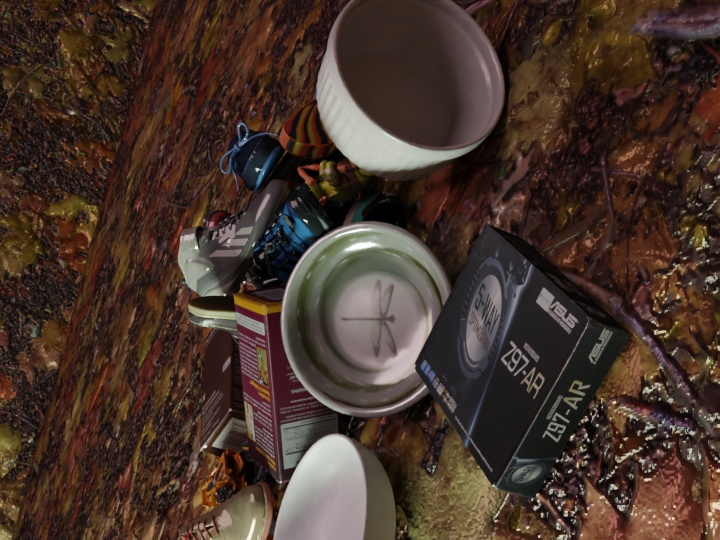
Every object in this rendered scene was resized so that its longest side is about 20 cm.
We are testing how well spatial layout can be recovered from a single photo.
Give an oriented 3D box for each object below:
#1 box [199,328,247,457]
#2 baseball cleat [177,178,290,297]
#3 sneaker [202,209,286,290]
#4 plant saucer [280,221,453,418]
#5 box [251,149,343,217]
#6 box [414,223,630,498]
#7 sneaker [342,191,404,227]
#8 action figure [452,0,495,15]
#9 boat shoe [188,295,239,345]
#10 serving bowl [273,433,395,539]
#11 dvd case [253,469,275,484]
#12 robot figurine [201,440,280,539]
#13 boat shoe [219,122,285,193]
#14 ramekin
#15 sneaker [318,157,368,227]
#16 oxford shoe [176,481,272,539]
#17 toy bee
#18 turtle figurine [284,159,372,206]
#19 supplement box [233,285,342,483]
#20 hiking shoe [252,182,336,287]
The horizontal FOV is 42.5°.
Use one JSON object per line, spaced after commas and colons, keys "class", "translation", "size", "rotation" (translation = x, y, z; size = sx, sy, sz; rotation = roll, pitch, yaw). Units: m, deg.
{"class": "box", "translation": [-0.170, 0.150, 1.291], "size": [0.100, 0.074, 0.202], "rotation": [-53, 28, 34]}
{"class": "baseball cleat", "translation": [-0.165, -0.043, 1.145], "size": [0.201, 0.106, 0.070], "rotation": [-58, 6, 26]}
{"class": "sneaker", "translation": [-0.129, -0.004, 1.235], "size": [0.097, 0.201, 0.071], "rotation": [-7, 37, 53]}
{"class": "plant saucer", "translation": [0.013, 0.051, 0.976], "size": [0.197, 0.050, 0.204], "rotation": [-1, 86, 22]}
{"class": "box", "translation": [-0.074, -0.141, 1.278], "size": [0.200, 0.046, 0.159], "rotation": [-48, -1, 39]}
{"class": "box", "translation": [0.130, 0.071, 0.809], "size": [0.162, 0.043, 0.200], "rotation": [-64, 26, 16]}
{"class": "sneaker", "translation": [0.000, 0.000, 1.090], "size": [0.080, 0.071, 0.203], "rotation": [-10, 62, 66]}
{"class": "action figure", "translation": [0.102, -0.358, 1.146], "size": [0.150, 0.133, 0.200], "rotation": [62, 161, 0]}
{"class": "boat shoe", "translation": [-0.126, 0.074, 1.158], "size": [0.071, 0.199, 0.067], "rotation": [26, 105, 49]}
{"class": "serving bowl", "translation": [-0.020, 0.274, 0.945], "size": [0.200, 0.065, 0.202], "rotation": [-44, 36, 43]}
{"class": "dvd case", "translation": [-0.125, 0.198, 1.268], "size": [0.143, 0.017, 0.202], "rotation": [-44, 35, 43]}
{"class": "robot figurine", "translation": [-0.148, 0.312, 1.165], "size": [0.146, 0.058, 0.201], "rotation": [-58, 38, 24]}
{"class": "boat shoe", "translation": [-0.145, -0.141, 1.189], "size": [0.085, 0.068, 0.200], "rotation": [-56, 9, -7]}
{"class": "ramekin", "translation": [0.045, -0.194, 0.998], "size": [0.105, 0.197, 0.203], "rotation": [137, 144, -59]}
{"class": "sneaker", "translation": [-0.055, -0.046, 1.226], "size": [0.200, 0.076, 0.112], "rotation": [-48, 23, 28]}
{"class": "oxford shoe", "translation": [-0.169, 0.312, 1.077], "size": [0.201, 0.074, 0.071], "rotation": [-52, 41, 31]}
{"class": "toy bee", "translation": [-0.003, -0.205, 1.111], "size": [0.201, 0.108, 0.131], "rotation": [-55, -1, 0]}
{"class": "turtle figurine", "translation": [-0.008, -0.116, 1.100], "size": [0.160, 0.065, 0.200], "rotation": [-27, 3, -3]}
{"class": "supplement box", "translation": [-0.082, 0.125, 1.069], "size": [0.110, 0.085, 0.203], "rotation": [-168, 72, -64]}
{"class": "hiking shoe", "translation": [-0.078, -0.027, 1.046], "size": [0.075, 0.086, 0.200], "rotation": [53, 163, 13]}
